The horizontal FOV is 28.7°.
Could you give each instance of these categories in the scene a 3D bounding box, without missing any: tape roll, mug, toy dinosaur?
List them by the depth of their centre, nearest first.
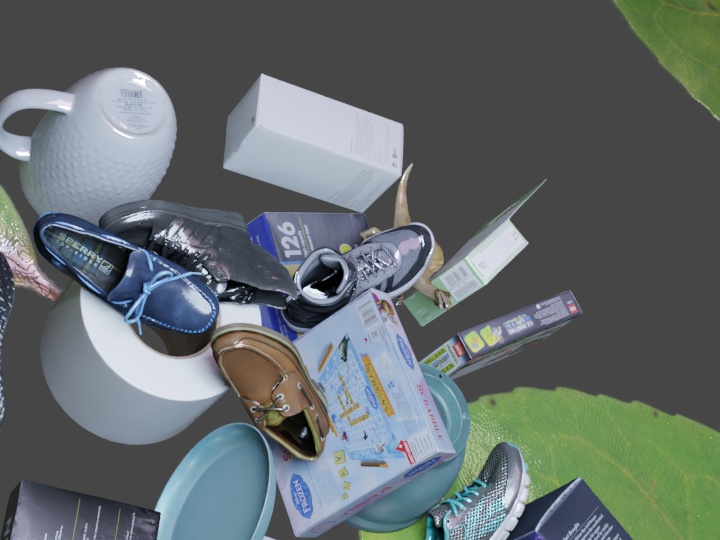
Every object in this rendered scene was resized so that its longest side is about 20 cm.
[{"bbox_3d":[-0.224,0.069,1.497,0.203,0.139,0.203,14,58,-24],"label":"tape roll"},{"bbox_3d":[-0.303,-0.144,1.541,0.200,0.175,0.148,13,58,-25],"label":"mug"},{"bbox_3d":[0.048,-0.026,1.698,0.101,0.058,0.200,-10,64,-16],"label":"toy dinosaur"}]

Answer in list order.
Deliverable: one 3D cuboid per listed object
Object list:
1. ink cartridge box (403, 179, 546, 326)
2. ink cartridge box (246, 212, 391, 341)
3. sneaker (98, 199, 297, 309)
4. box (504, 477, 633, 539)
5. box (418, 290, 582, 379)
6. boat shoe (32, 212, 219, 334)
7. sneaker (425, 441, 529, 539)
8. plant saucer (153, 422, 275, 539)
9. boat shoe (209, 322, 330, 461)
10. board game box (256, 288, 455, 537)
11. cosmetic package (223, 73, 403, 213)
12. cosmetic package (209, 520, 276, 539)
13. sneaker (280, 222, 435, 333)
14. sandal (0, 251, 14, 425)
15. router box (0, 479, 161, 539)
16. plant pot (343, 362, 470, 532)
[{"bbox_3d":[0.157,-0.022,1.778,0.048,0.146,0.200,51,50,0],"label":"ink cartridge box"},{"bbox_3d":[-0.060,0.023,1.684,0.200,0.047,0.198,-1,64,-34],"label":"ink cartridge box"},{"bbox_3d":[-0.166,-0.011,1.448,0.200,0.060,0.104,3,59,-34],"label":"sneaker"},{"bbox_3d":[0.249,0.361,1.624,0.200,0.148,0.104,49,51,2],"label":"box"},{"bbox_3d":[0.171,0.086,1.751,0.200,0.110,0.035,-18,75,-38],"label":"box"},{"bbox_3d":[-0.233,0.012,1.378,0.200,0.069,0.084,23,91,-9],"label":"boat shoe"},{"bbox_3d":[0.120,0.280,1.591,0.091,0.078,0.200,31,76,-24],"label":"sneaker"},{"bbox_3d":[-0.147,0.249,1.412,0.027,0.200,0.200,32,51,-31],"label":"plant saucer"},{"bbox_3d":[-0.084,0.125,1.425,0.200,0.072,0.068,47,28,-45],"label":"boat shoe"},{"bbox_3d":[-0.019,0.155,1.525,0.041,0.199,0.200,19,43,-54],"label":"board game box"},{"bbox_3d":[-0.058,-0.154,1.743,0.200,0.108,0.085,19,56,-24],"label":"cosmetic package"},{"bbox_3d":[-0.087,0.348,1.466,0.200,0.081,0.113,22,57,-21],"label":"cosmetic package"},{"bbox_3d":[0.000,0.000,1.591,0.200,0.114,0.076,-30,78,-8],"label":"sneaker"},{"bbox_3d":[-0.402,0.073,1.451,0.075,0.048,0.201,8,73,-29],"label":"sandal"},{"bbox_3d":[-0.285,0.318,1.378,0.149,0.051,0.200,18,56,-20],"label":"router box"},{"bbox_3d":[0.043,0.183,1.603,0.200,0.134,0.200,15,58,-25],"label":"plant pot"}]
